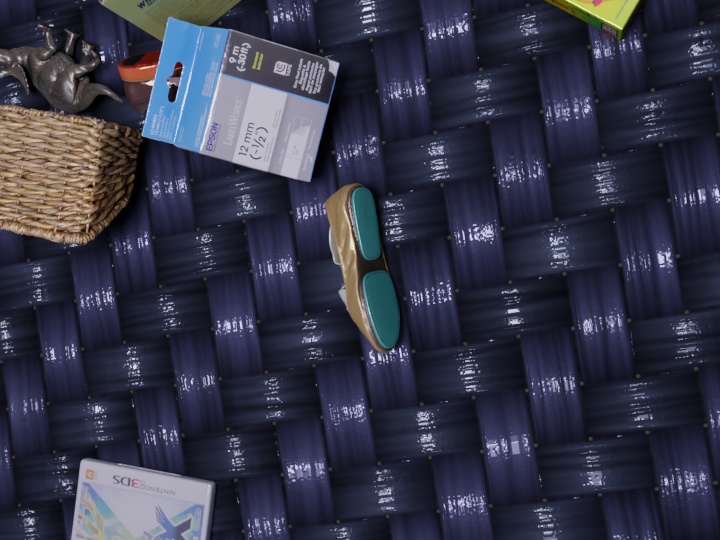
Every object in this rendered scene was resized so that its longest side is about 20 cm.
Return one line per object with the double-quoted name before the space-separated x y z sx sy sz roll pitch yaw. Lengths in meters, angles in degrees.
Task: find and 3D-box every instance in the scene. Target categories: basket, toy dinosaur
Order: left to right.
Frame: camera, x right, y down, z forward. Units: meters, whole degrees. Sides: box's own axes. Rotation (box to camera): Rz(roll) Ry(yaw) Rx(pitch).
"basket" -0.380 -0.117 1.156 0.198 0.143 0.150 9 93 11
"toy dinosaur" -0.378 -0.247 1.205 0.199 0.077 0.103 30 107 8

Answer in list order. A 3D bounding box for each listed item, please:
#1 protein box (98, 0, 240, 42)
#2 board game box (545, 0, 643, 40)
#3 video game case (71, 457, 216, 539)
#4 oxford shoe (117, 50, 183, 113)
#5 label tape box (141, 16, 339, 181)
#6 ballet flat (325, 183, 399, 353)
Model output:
"protein box" -0.212 -0.390 1.093 0.198 0.200 0.135 -35 81 10
"board game box" 0.232 -0.355 1.064 0.199 0.048 0.102 32 95 12
"video game case" -0.277 0.349 1.179 0.181 0.022 0.202 7 90 14
"oxford shoe" -0.193 -0.234 1.165 0.198 0.071 0.073 -3 122 6
"label tape box" -0.138 -0.197 1.093 0.199 0.066 0.144 13 97 -17
"ballet flat" 0.000 0.000 1.112 0.063 0.068 0.202 -15 82 41
